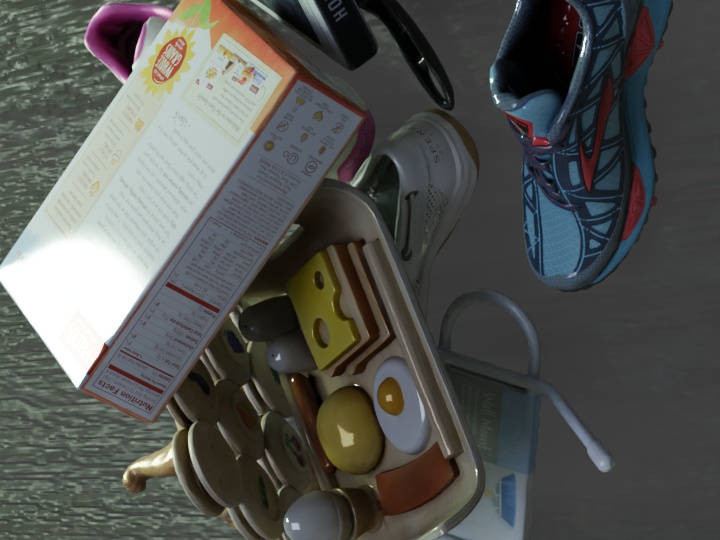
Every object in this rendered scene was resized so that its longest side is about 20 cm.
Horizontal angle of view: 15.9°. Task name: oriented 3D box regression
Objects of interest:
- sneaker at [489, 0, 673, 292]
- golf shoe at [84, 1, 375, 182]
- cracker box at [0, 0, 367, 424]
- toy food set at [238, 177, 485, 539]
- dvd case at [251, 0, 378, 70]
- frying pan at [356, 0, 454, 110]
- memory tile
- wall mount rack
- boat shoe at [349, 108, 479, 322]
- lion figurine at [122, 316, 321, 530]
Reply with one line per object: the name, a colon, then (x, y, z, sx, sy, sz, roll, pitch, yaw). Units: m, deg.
sneaker: (0.094, -0.081, 1.284, 0.079, 0.095, 0.201, 23, 118, 40)
golf shoe: (-0.078, -0.100, 1.451, 0.199, 0.091, 0.076, 25, 91, 40)
cracker box: (-0.098, -0.038, 1.357, 0.200, 0.058, 0.134, -54, 38, 8)
toy food set: (-0.018, 0.067, 1.363, 0.143, 0.060, 0.201, -42, 66, 53)
dvd case: (-0.072, -0.201, 1.380, 0.200, 0.025, 0.151, 39, 163, 52)
frying pan: (-0.015, -0.170, 1.424, 0.115, 0.031, 0.191, -12, 91, 49)
memory tile: (-0.072, 0.063, 1.440, 0.017, 0.153, 0.201, -25, 55, 18)
wall mount rack: (0.073, 0.120, 1.392, 0.173, 0.074, 0.201, 18, 117, 32)
boat shoe: (0.000, 0.000, 1.430, 0.071, 0.069, 0.201, 40, 129, 28)
lion figurine: (-0.090, 0.067, 1.549, 0.122, 0.072, 0.201, -17, 87, 40)
